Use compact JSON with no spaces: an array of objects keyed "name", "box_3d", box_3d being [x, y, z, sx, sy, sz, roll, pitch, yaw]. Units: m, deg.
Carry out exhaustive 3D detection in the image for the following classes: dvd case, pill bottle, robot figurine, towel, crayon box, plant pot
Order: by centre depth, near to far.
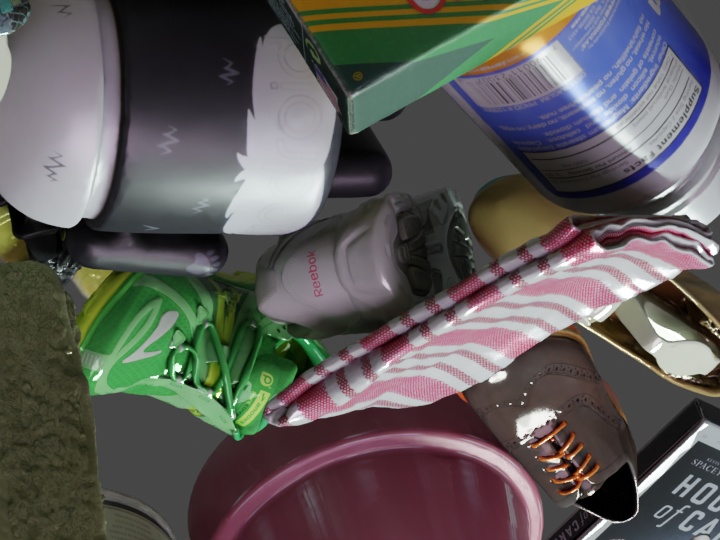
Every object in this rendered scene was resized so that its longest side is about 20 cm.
[{"name":"crayon box","box_3d":[0.049,-0.165,1.257,0.200,0.127,0.051,-30,163,-9]},{"name":"towel","box_3d":[-0.185,0.086,1.272,0.148,0.200,0.036,1,154,-30]},{"name":"robot figurine","box_3d":[-0.083,-0.079,1.328,0.200,0.150,0.125,1,171,-19]},{"name":"towel","box_3d":[0.063,0.028,1.369,0.200,0.030,0.146,-31,166,27]},{"name":"pill bottle","box_3d":[0.107,-0.097,1.376,0.112,0.112,0.200,-34,135,14]},{"name":"plant pot","box_3d":[0.017,0.186,1.565,0.200,0.179,0.200,-9,135,-10]},{"name":"dvd case","box_3d":[0.187,0.170,1.713,0.150,0.025,0.200,25,121,-35]}]

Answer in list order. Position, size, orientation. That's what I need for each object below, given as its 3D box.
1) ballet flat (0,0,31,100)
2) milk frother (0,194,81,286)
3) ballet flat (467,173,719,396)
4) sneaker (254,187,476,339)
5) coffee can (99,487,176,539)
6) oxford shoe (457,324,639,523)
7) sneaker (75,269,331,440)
[{"name":"ballet flat","box_3d":[-0.197,-0.077,1.264,0.074,0.074,0.200,5,150,-22]},{"name":"milk frother","box_3d":[-0.211,0.059,1.364,0.200,0.188,0.181,-22,162,7]},{"name":"ballet flat","box_3d":[0.140,0.010,1.521,0.200,0.063,0.069,28,118,-36]},{"name":"sneaker","box_3d":[0.000,0.000,1.431,0.099,0.078,0.200,-10,171,16]},{"name":"coffee can","box_3d":[-0.151,0.238,1.543,0.146,0.200,0.146,-9,134,-9]},{"name":"oxford shoe","box_3d":[0.109,0.083,1.538,0.071,0.073,0.200,-33,150,13]},{"name":"sneaker","box_3d":[-0.075,0.039,1.422,0.200,0.084,0.074,0,124,-56]}]
